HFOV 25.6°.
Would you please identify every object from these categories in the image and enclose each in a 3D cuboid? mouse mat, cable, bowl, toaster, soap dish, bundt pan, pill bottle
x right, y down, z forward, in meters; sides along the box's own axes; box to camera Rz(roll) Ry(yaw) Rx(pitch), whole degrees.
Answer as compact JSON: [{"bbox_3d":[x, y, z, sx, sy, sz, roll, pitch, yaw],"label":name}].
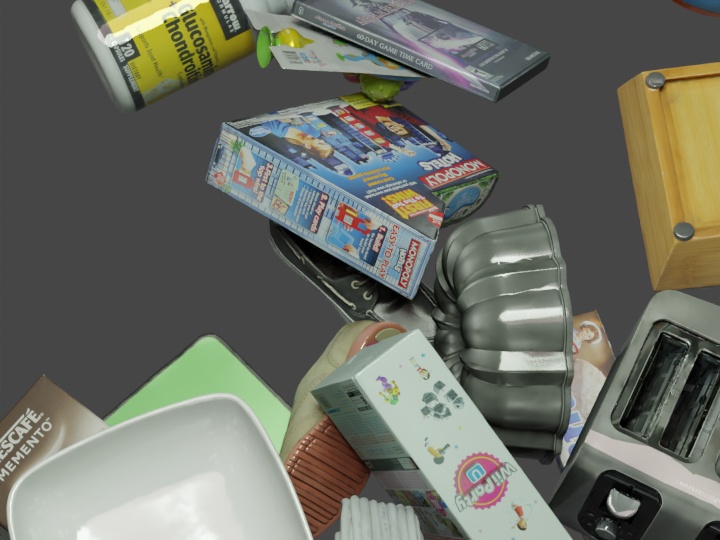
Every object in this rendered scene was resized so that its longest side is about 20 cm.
[{"bbox_3d":[-0.146,0.161,1.290,0.200,0.008,0.161,-40,67,-16],"label":"mouse mat"},{"bbox_3d":[0.014,0.260,1.118,0.069,0.200,0.200,0,83,-1],"label":"cable"},{"bbox_3d":[-0.136,0.207,1.134,0.199,0.075,0.200,-22,68,-8],"label":"bowl"},{"bbox_3d":[0.263,0.130,1.188,0.181,0.119,0.200,26,62,9],"label":"toaster"},{"bbox_3d":[0.310,-0.087,1.334,0.157,0.081,0.200,-6,64,2],"label":"soap dish"},{"bbox_3d":[0.101,0.050,1.209,0.076,0.202,0.202,-3,63,-8],"label":"bundt pan"},{"bbox_3d":[-0.150,-0.231,1.428,0.200,0.112,0.112,-28,64,-9],"label":"pill bottle"}]

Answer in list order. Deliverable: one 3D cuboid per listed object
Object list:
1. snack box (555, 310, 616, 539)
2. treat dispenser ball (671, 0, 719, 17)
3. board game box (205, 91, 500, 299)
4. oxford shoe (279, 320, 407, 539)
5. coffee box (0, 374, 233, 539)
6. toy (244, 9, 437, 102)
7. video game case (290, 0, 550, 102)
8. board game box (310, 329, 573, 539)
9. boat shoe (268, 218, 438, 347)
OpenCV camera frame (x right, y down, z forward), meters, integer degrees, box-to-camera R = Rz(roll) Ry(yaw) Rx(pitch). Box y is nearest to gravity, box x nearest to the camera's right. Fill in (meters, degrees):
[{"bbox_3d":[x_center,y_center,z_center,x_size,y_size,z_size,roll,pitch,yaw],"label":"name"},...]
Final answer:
[{"bbox_3d":[0.187,0.131,1.266,0.072,0.024,0.200,-15,63,-5],"label":"snack box"},{"bbox_3d":[0.327,-0.323,1.386,0.200,0.201,0.201,-2,63,4],"label":"treat dispenser ball"},{"bbox_3d":[0.013,-0.064,1.316,0.200,0.062,0.200,39,36,28],"label":"board game box"},{"bbox_3d":[-0.028,0.130,1.267,0.074,0.071,0.200,9,63,56],"label":"oxford shoe"},{"bbox_3d":[-0.204,0.191,1.230,0.200,0.080,0.114,34,70,18],"label":"coffee box"},{"bbox_3d":[0.003,-0.180,1.389,0.200,0.047,0.115,5,31,-26],"label":"toy"},{"bbox_3d":[0.056,-0.208,1.401,0.200,0.019,0.143,26,27,14],"label":"video game case"},{"bbox_3d":[0.059,0.145,1.163,0.064,0.148,0.200,-37,93,-14],"label":"board game box"},{"bbox_3d":[0.000,0.000,1.324,0.070,0.066,0.200,-43,68,-15],"label":"boat shoe"}]
